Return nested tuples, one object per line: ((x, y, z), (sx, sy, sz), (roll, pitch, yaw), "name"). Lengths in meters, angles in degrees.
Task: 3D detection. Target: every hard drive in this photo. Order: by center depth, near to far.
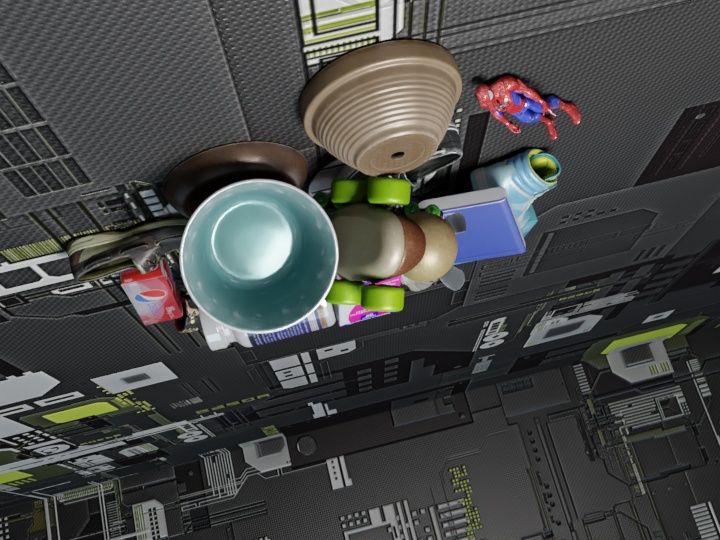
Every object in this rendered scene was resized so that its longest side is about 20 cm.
((0.183, -0.067, 1.276), (0.132, 0.025, 0.200), (-9, 156, 17), "hard drive")

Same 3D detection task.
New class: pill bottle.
((-0.148, 0.056, 1.260), (0.200, 0.116, 0.116), (-15, 160, -3), "pill bottle")

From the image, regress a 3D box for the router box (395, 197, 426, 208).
((0.008, -0.066, 1.296), (0.200, 0.052, 0.157), (5, 151, -44), "router box")

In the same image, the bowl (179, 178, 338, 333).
((-0.136, -0.029, 1.049), (0.200, 0.201, 0.105), (-11, -162, -10), "bowl")

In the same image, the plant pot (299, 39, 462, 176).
((0.033, -0.177, 0.961), (0.201, 0.093, 0.201), (-13, 159, -5), "plant pot")

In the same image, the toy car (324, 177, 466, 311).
((0.066, -0.033, 1.076), (0.200, 0.165, 0.158), (2, -177, -37), "toy car")

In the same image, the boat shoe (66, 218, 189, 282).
((-0.318, -0.025, 1.152), (0.201, 0.066, 0.072), (-11, 162, -7), "boat shoe")

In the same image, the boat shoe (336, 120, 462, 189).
((0.053, -0.137, 1.114), (0.199, 0.068, 0.074), (-24, 158, 23), "boat shoe")

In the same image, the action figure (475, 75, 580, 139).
((0.218, -0.215, 1.060), (0.200, 0.052, 0.065), (8, 154, -43), "action figure")

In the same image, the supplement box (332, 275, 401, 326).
((0.000, 0.000, 1.240), (0.101, 0.103, 0.200), (-15, 157, -6), "supplement box")

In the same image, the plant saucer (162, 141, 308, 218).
((-0.166, -0.110, 1.090), (0.200, 0.032, 0.200), (-13, 161, -5), "plant saucer")

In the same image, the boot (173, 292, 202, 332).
((-0.243, 0.061, 1.438), (0.150, 0.073, 0.200), (-4, 163, -29), "boot")

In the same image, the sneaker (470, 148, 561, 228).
((0.270, -0.128, 1.283), (0.130, 0.080, 0.200), (-22, 160, 23), "sneaker")

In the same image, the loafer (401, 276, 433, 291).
((0.095, -0.010, 1.342), (0.070, 0.070, 0.200), (-26, 168, 9), "loafer")

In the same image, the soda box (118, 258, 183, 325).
((-0.334, 0.024, 1.277), (0.070, 0.064, 0.200), (-12, 159, -8), "soda box")

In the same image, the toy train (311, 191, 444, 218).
((0.020, -0.074, 1.138), (0.200, 0.057, 0.042), (5, 177, -5), "toy train")

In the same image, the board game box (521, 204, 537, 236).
((0.200, -0.062, 1.454), (0.200, 0.047, 0.151), (-10, 160, -13), "board game box")
